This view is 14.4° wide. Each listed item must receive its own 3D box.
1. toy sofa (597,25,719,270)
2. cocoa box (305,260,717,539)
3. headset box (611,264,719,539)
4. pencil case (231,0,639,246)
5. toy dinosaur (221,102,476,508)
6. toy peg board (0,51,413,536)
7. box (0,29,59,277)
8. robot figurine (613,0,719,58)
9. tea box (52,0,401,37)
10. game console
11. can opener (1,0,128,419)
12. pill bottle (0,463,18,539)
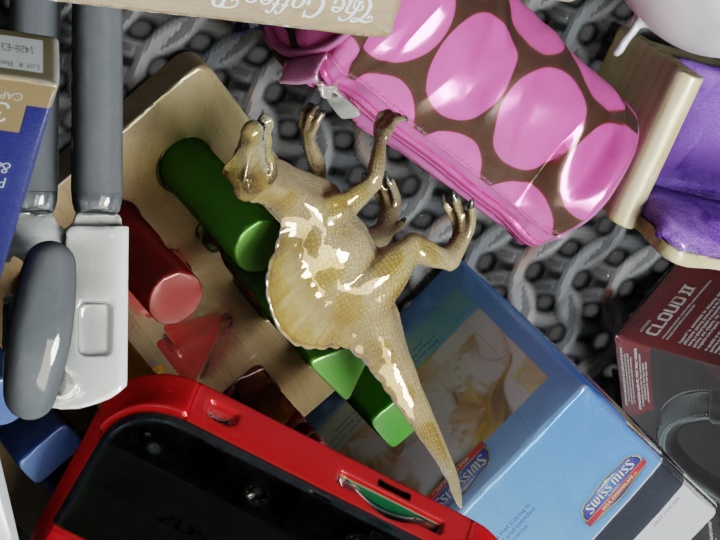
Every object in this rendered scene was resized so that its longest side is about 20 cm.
[{"bbox_3d":[0.204,-0.048,1.399,0.199,0.098,0.083,11,111,-37],"label":"toy sofa"},{"bbox_3d":[0.042,0.124,1.382,0.200,0.133,0.131,-46,130,2],"label":"cocoa box"},{"bbox_3d":[0.219,0.090,1.446,0.077,0.199,0.149,-46,140,-40],"label":"headset box"},{"bbox_3d":[0.041,-0.082,1.285,0.200,0.091,0.094,32,54,-39],"label":"pencil case"},{"bbox_3d":[0.000,0.000,1.225,0.101,0.058,0.200,-49,121,-30],"label":"toy dinosaur"},{"bbox_3d":[-0.084,0.047,1.281,0.199,0.098,0.200,-41,131,-4],"label":"toy peg board"},{"bbox_3d":[-0.198,-0.021,1.131,0.121,0.033,0.200,7,138,-16],"label":"box"},{"bbox_3d":[0.193,-0.171,1.307,0.199,0.113,0.170,-30,121,-13],"label":"robot figurine"},{"bbox_3d":[-0.070,-0.211,1.105,0.199,0.134,0.198,2,117,-33],"label":"tea box"},{"bbox_3d":[-0.049,0.147,1.266,0.199,0.031,0.177,27,123,-6],"label":"game console"},{"bbox_3d":[-0.120,-0.039,1.178,0.052,0.066,0.201,1,87,-10],"label":"can opener"},{"bbox_3d":[-0.245,0.112,1.182,0.199,0.112,0.113,-14,126,-5],"label":"pill bottle"}]
